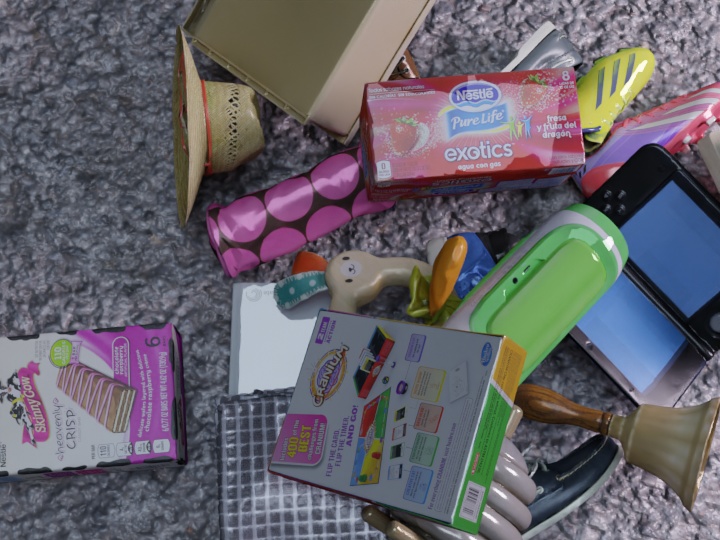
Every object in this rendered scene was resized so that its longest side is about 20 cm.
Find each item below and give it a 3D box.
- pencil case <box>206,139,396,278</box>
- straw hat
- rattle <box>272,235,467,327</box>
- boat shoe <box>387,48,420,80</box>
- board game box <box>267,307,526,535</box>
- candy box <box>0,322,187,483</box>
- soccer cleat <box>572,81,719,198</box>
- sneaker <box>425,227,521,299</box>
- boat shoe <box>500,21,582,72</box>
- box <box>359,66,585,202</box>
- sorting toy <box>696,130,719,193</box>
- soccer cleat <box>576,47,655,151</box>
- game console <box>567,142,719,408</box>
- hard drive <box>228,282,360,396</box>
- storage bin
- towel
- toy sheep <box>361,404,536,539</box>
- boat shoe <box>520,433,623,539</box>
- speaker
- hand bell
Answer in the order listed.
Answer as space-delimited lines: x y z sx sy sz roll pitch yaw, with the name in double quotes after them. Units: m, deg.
-0.061 -0.066 1.126 0.199 0.094 0.091 -23 119 -6 "pencil case"
-0.138 -0.142 1.099 0.084 0.201 0.203 -3 73 -14 "straw hat"
0.000 0.000 1.030 0.199 0.143 0.130 35 76 26 "rattle"
0.024 -0.208 1.173 0.072 0.068 0.201 -31 76 -8 "boat shoe"
0.027 0.118 0.919 0.199 0.040 0.154 7 74 40 "board game box"
-0.274 0.130 1.082 0.198 0.061 0.138 -6 74 0 "candy box"
0.306 -0.144 1.155 0.200 0.067 0.077 -39 72 -7 "soccer cleat"
0.135 0.053 1.090 0.110 0.077 0.202 -12 67 7 "sneaker"
0.157 -0.173 1.159 0.062 0.073 0.200 40 78 4 "boat shoe"
0.101 -0.126 1.042 0.198 0.100 0.096 -5 83 -4 "box"
0.455 -0.064 1.078 0.197 0.070 0.201 -10 71 -34 "sorting toy"
0.238 -0.158 1.143 0.199 0.065 0.084 -35 49 -13 "soccer cleat"
0.283 0.008 1.063 0.200 0.118 0.171 46 114 4 "game console"
-0.065 0.112 1.102 0.131 0.027 0.202 0 73 1 "hard drive"
-0.052 -0.270 1.128 0.198 0.094 0.201 37 102 23 "storage bin"
-0.052 0.205 1.020 0.164 0.086 0.202 -4 84 0 "towel"
0.086 0.203 0.963 0.137 0.138 0.201 32 80 10 "toy sheep"
0.158 0.213 1.048 0.199 0.075 0.062 -37 87 0 "boat shoe"
0.150 0.031 0.990 0.088 0.089 0.200 43 71 12 "speaker"
0.219 0.140 1.018 0.198 0.104 0.105 15 74 22 "hand bell"
